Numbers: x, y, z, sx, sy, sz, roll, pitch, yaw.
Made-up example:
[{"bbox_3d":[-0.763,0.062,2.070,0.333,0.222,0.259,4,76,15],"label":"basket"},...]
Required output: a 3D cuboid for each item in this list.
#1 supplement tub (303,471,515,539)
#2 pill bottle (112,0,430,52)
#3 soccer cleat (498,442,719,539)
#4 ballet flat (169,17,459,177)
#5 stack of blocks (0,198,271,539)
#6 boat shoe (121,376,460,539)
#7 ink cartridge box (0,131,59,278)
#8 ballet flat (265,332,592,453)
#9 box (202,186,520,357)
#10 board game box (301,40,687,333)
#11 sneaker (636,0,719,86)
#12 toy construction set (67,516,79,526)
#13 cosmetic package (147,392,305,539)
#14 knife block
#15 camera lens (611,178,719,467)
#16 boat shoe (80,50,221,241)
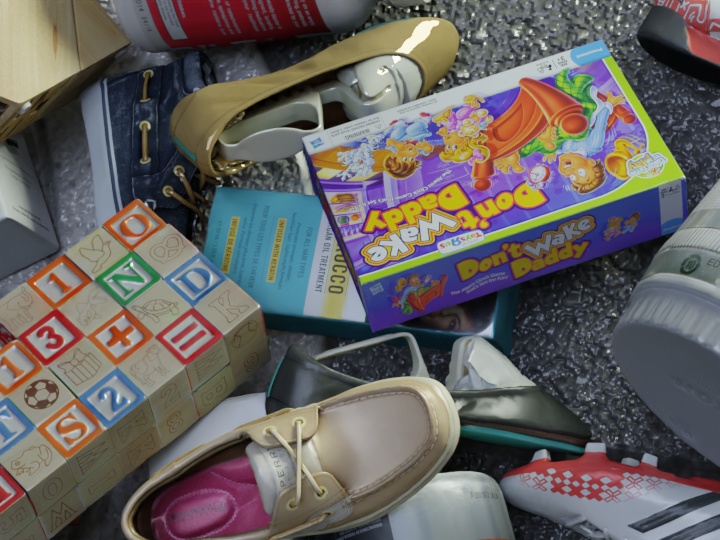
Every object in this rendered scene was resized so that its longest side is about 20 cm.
[{"bbox_3d":[0.046,0.225,1.068,0.122,0.123,0.200,-18,70,11],"label":"supplement tub"},{"bbox_3d":[-0.057,-0.207,1.231,0.200,0.112,0.112,-4,73,16],"label":"pill bottle"},{"bbox_3d":[0.174,0.154,1.082,0.200,0.069,0.085,8,71,14],"label":"soccer cleat"},{"bbox_3d":[-0.020,-0.103,1.191,0.200,0.069,0.063,-21,41,-10],"label":"ballet flat"},{"bbox_3d":[-0.165,0.063,1.086,0.200,0.059,0.115,-39,60,-20],"label":"stack of blocks"},{"bbox_3d":[-0.042,0.114,1.026,0.200,0.069,0.074,-27,75,19],"label":"boat shoe"},{"bbox_3d":[-0.312,-0.081,1.286,0.147,0.083,0.200,-26,69,9],"label":"ink cartridge box"},{"bbox_3d":[0.044,0.071,1.102,0.200,0.068,0.068,4,85,-17],"label":"ballet flat"},{"bbox_3d":[0.000,0.000,1.187,0.200,0.049,0.082,6,76,18],"label":"box"},{"bbox_3d":[0.079,-0.054,1.133,0.200,0.045,0.135,-19,47,-5],"label":"board game box"},{"bbox_3d":[0.278,-0.148,1.138,0.201,0.067,0.108,28,86,24],"label":"sneaker"},{"bbox_3d":[-0.184,0.138,1.187,0.131,0.092,0.200,-1,80,-10],"label":"toy construction set"},{"bbox_3d":[-0.069,0.185,1.123,0.085,0.108,0.200,-11,73,13],"label":"cosmetic package"},{"bbox_3d":[-0.249,-0.184,1.251,0.176,0.200,0.064,48,125,-1],"label":"knife block"},{"bbox_3d":[0.255,0.006,1.032,0.160,0.160,0.200,35,72,22],"label":"camera lens"},{"bbox_3d":[-0.122,-0.056,1.219,0.091,0.071,0.200,-21,60,9],"label":"boat shoe"}]
